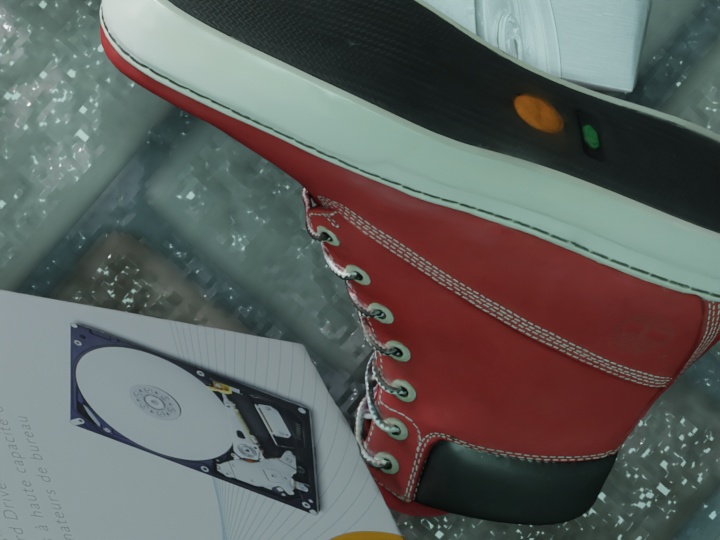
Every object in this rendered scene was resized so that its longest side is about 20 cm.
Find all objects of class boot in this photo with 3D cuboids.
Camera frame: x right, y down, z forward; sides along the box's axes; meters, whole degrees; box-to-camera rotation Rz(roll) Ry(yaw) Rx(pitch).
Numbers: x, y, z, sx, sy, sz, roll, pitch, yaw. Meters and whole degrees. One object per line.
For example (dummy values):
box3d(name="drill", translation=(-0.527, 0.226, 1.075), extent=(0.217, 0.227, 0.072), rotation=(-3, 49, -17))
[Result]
box3d(name="boot", translation=(0.000, 0.000, 0.823), extent=(0.200, 0.073, 0.144), rotation=(24, 125, -15))

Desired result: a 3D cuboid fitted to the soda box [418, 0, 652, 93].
box3d(name="soda box", translation=(-0.015, -0.100, 0.848), extent=(0.199, 0.063, 0.069), rotation=(11, 93, -2))

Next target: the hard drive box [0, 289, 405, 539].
box3d(name="hard drive box", translation=(-0.087, 0.078, 0.727), extent=(0.199, 0.156, 0.077), rotation=(10, 122, -32))
